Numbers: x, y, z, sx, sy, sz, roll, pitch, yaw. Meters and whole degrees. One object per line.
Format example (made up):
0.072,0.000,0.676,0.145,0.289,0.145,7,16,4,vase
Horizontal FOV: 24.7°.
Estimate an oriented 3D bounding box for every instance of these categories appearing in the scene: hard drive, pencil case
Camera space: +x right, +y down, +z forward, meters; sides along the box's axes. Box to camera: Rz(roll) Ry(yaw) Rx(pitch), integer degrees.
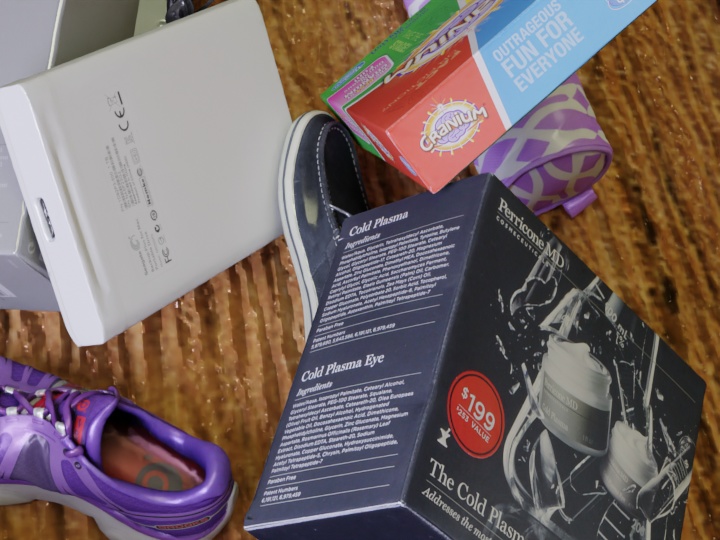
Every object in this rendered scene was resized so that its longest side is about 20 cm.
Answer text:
-0.100,-0.059,0.868,0.200,0.026,0.133,-35,113,-54,hard drive
0.088,-0.127,1.012,0.085,0.084,0.201,13,51,-54,pencil case

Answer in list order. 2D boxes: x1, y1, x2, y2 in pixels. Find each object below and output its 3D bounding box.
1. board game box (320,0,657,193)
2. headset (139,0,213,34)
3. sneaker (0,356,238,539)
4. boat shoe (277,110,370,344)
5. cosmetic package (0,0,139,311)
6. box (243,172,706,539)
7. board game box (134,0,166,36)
0.062,-0.118,0.872,0.153,0.200,0.040,-41,105,-1,board game box
-0.110,-0.210,0.994,0.123,0.094,0.201,1,46,-9,headset
-0.154,0.076,0.828,0.199,0.084,0.081,17,58,-4,sneaker
0.000,0.000,0.911,0.075,0.062,0.201,28,47,-54,boat shoe
-0.189,-0.087,0.869,0.106,0.090,0.201,2,69,20,cosmetic package
0.066,0.088,0.814,0.200,0.104,0.183,40,50,-33,box
-0.204,-0.171,0.990,0.199,0.026,0.201,19,58,-4,board game box
